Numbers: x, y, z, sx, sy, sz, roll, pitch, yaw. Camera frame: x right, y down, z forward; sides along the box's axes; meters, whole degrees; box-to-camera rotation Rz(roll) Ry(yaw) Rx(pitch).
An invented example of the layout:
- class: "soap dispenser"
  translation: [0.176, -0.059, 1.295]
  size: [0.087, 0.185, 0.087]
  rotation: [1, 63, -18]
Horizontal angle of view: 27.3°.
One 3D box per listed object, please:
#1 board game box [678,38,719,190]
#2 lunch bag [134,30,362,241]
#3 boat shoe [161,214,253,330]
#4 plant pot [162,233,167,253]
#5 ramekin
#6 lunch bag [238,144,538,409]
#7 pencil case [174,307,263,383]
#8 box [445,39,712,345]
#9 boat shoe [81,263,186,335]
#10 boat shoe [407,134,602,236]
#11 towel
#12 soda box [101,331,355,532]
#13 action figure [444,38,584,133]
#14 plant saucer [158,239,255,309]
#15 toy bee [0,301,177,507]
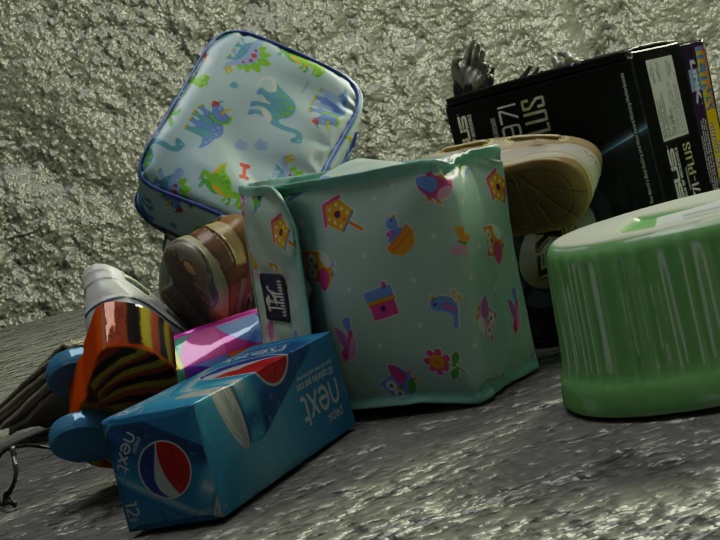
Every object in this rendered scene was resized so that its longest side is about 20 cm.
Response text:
- class: "board game box"
  translation: [0.257, -0.090, 1.280]
  size: [0.057, 0.201, 0.165]
  rotation: [-7, 7, 39]
- class: "lunch bag"
  translation: [-0.093, -0.101, 1.286]
  size: [0.160, 0.200, 0.083]
  rotation: [22, -32, 4]
- class: "boat shoe"
  translation: [-0.113, 0.013, 1.203]
  size: [0.072, 0.076, 0.200]
  rotation: [-40, -8, -19]
- class: "plant pot"
  translation: [-0.151, 0.015, 1.699]
  size: [0.141, 0.142, 0.200]
  rotation: [-15, -2, -15]
- class: "ramekin"
  translation: [0.204, 0.010, 0.862]
  size: [0.199, 0.098, 0.200]
  rotation: [-14, 4, 1]
- class: "lunch bag"
  translation: [0.004, 0.008, 1.031]
  size: [0.199, 0.171, 0.122]
  rotation: [-6, 8, 31]
- class: "pencil case"
  translation: [-0.101, 0.074, 1.132]
  size: [0.199, 0.089, 0.088]
  rotation: [-14, 4, -19]
- class: "box"
  translation: [0.172, -0.055, 1.112]
  size: [0.163, 0.201, 0.086]
  rotation: [-10, 6, 38]
- class: "boat shoe"
  translation: [-0.171, 0.051, 1.203]
  size: [0.073, 0.067, 0.200]
  rotation: [-20, -26, -1]
- class: "boat shoe"
  translation: [0.085, -0.058, 1.079]
  size: [0.199, 0.074, 0.069]
  rotation: [-3, 26, 32]
- class: "towel"
  translation: [-0.237, 0.091, 1.359]
  size: [0.132, 0.035, 0.200]
  rotation: [-39, -11, 31]
- class: "soda box"
  translation: [-0.074, 0.093, 0.904]
  size: [0.064, 0.068, 0.200]
  rotation: [-13, 5, 22]
- class: "action figure"
  translation: [0.129, -0.147, 1.279]
  size: [0.118, 0.102, 0.200]
  rotation: [10, 15, -5]
- class: "plant saucer"
  translation: [-0.084, 0.005, 1.357]
  size: [0.200, 0.201, 0.050]
  rotation: [-16, 27, -23]
- class: "toy bee"
  translation: [-0.160, 0.090, 0.990]
  size: [0.108, 0.131, 0.200]
  rotation: [11, -20, -29]
